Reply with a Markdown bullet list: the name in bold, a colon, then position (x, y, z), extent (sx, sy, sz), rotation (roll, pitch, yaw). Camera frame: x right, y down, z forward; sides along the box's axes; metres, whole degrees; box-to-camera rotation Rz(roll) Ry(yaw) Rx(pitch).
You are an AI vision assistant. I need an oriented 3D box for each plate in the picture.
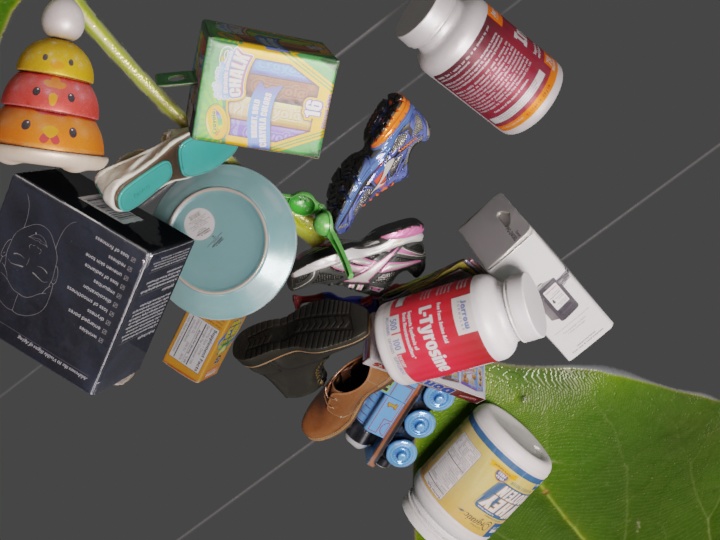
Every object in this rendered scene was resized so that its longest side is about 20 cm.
- **plate**: position (-0.180, -0.037, 1.261), extent (0.200, 0.026, 0.201), rotation (-1, 87, 11)

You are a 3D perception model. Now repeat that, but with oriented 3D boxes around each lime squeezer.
- **lime squeezer**: position (-0.067, -0.068, 1.295), extent (0.200, 0.071, 0.038), rotation (39, 118, 13)

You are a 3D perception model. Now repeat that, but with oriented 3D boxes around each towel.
- **towel**: position (0.131, 0.055, 1.370), extent (0.143, 0.023, 0.200), rotation (-26, 140, 22)

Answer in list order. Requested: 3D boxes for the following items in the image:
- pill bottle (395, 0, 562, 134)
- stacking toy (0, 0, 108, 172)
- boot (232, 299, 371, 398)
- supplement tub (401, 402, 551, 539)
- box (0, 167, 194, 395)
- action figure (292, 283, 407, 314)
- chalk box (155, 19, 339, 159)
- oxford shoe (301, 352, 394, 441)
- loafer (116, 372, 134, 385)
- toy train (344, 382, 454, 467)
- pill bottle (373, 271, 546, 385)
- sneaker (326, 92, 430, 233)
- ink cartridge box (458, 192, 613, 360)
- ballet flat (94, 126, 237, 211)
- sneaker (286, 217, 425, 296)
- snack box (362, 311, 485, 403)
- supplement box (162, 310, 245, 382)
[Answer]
- **pill bottle**: position (0.146, -0.267, 1.241), extent (0.200, 0.113, 0.113), rotation (33, 103, -24)
- **stacking toy**: position (-0.361, -0.219, 1.161), extent (0.146, 0.146, 0.200), rotation (5, 96, -15)
- **boot**: position (-0.054, 0.113, 1.360), extent (0.200, 0.078, 0.138), rotation (-11, 141, 26)
- **supplement tub**: position (0.172, 0.314, 1.490), extent (0.145, 0.145, 0.200), rotation (35, 102, -24)
- **box**: position (-0.342, 0.008, 1.209), extent (0.200, 0.124, 0.197), rotation (30, 106, 10)
- **action figure**: position (0.007, 0.054, 1.389), extent (0.200, 0.052, 0.066), rotation (-7, 128, -12)
- **chalk box**: position (-0.142, -0.223, 1.191), extent (0.200, 0.125, 0.124), rotation (8, 112, -17)
- **oxford shoe**: position (-0.031, 0.173, 1.402), extent (0.071, 0.071, 0.200), rotation (2, 138, -49)
- **loafer**: position (-0.317, 0.069, 1.317), extent (0.072, 0.063, 0.200), rotation (6, 112, -16)
- **toy train**: position (0.054, 0.195, 1.449), extent (0.114, 0.087, 0.200), rotation (27, 107, -13)
- **pill bottle**: position (0.127, 0.070, 1.261), extent (0.200, 0.112, 0.112), rotation (-18, 119, 23)
- **sneaker**: position (0.024, -0.129, 1.301), extent (0.078, 0.075, 0.200), rotation (27, 107, -25)
- **ink cartridge box**: position (0.237, 0.006, 1.366), extent (0.083, 0.145, 0.200), rotation (-41, 116, 8)
- **ballet flat**: position (-0.241, -0.139, 1.224), extent (0.200, 0.069, 0.070), rotation (-35, 122, -34)
- **sneaker**: position (0.000, 0.000, 1.339), extent (0.200, 0.080, 0.086), rotation (-17, 104, -4)
- **snack box**: position (0.091, 0.122, 1.375), extent (0.200, 0.072, 0.024), rotation (22, 144, -28)
- **supplement box**: position (-0.187, 0.048, 1.324), extent (0.069, 0.067, 0.200), rotation (34, 107, 11)
